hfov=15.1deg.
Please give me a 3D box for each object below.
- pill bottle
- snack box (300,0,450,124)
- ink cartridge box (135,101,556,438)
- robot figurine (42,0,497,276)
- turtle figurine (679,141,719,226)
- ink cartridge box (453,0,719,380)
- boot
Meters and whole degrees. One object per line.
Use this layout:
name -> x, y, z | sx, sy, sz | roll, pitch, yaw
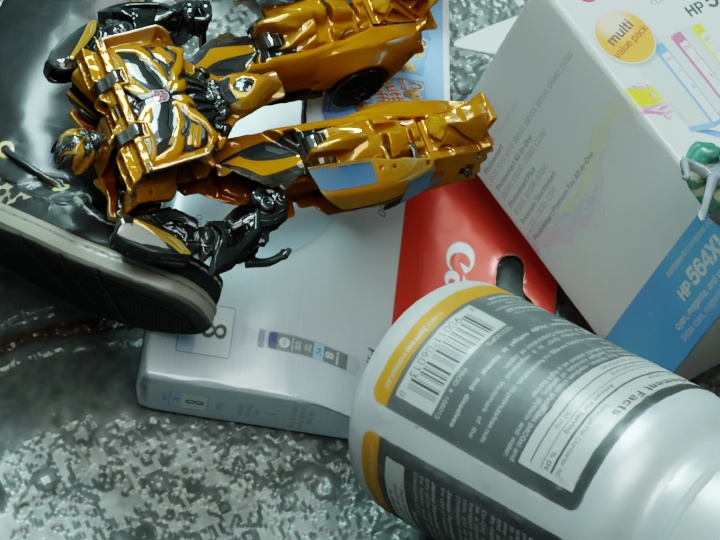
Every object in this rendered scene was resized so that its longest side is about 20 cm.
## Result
pill bottle -> 0.099, 0.091, 1.195 | 0.199, 0.117, 0.116 | 27, 60, 37
snack box -> 0.008, -0.125, 1.359 | 0.071, 0.024, 0.201 | 7, 46, -6
ink cartridge box -> 0.000, 0.000, 1.318 | 0.198, 0.047, 0.161 | 8, 64, -3
robot figurine -> -0.045, -0.075, 1.237 | 0.199, 0.058, 0.146 | -12, 64, -27
turtle figurine -> 0.209, -0.015, 1.173 | 0.149, 0.101, 0.200 | 20, 51, 25
ink cartridge box -> 0.148, -0.067, 1.315 | 0.128, 0.125, 0.200 | -25, 70, -34
boot -> -0.124, -0.065, 1.286 | 0.199, 0.073, 0.151 | 22, 71, 29
